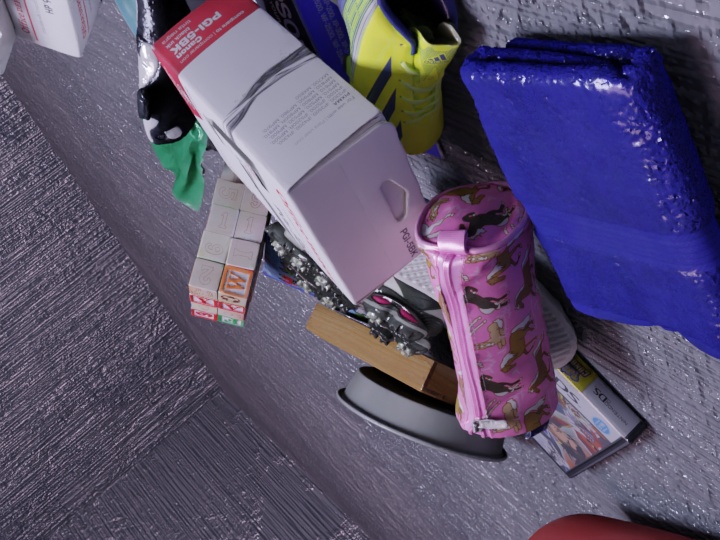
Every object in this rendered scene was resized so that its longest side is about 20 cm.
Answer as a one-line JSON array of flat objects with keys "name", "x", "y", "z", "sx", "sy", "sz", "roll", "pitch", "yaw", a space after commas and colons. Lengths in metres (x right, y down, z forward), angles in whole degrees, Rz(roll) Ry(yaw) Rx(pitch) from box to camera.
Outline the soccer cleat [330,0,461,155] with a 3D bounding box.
[{"name": "soccer cleat", "x": 0.031, "y": -0.139, "z": 0.627, "sx": 0.083, "sy": 0.065, "sz": 0.201, "roll": 29, "pitch": 157, "yaw": 31}]

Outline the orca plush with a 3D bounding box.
[{"name": "orca plush", "x": -0.143, "y": -0.190, "z": 0.787, "sx": 0.105, "sy": 0.070, "sz": 0.202, "roll": -97, "pitch": 11, "yaw": -60}]

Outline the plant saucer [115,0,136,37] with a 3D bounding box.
[{"name": "plant saucer", "x": -0.214, "y": -0.268, "z": 1.073, "sx": 0.200, "sy": 0.027, "sz": 0.200, "roll": 46, "pitch": 164, "yaw": 17}]

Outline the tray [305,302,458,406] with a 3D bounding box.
[{"name": "tray", "x": 0.036, "y": 0.095, "z": 1.050, "sx": 0.098, "sy": 0.037, "sz": 0.199, "roll": 28, "pitch": 178, "yaw": -42}]

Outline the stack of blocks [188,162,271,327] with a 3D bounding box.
[{"name": "stack of blocks", "x": -0.124, "y": -0.055, "z": 1.000, "sx": 0.058, "sy": 0.202, "sz": 0.115, "roll": 14, "pitch": 161, "yaw": -4}]

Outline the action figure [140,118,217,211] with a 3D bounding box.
[{"name": "action figure", "x": -0.171, "y": -0.138, "z": 0.945, "sx": 0.119, "sy": 0.055, "sz": 0.200, "roll": 54, "pitch": 161, "yaw": 0}]

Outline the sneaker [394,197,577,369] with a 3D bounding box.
[{"name": "sneaker", "x": 0.098, "y": -0.001, "z": 0.784, "sx": 0.200, "sy": 0.082, "sz": 0.074, "roll": 38, "pitch": 123, "yaw": -8}]

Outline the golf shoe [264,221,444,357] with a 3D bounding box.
[{"name": "golf shoe", "x": 0.000, "y": 0.000, "z": 0.922, "sx": 0.199, "sy": 0.088, "sz": 0.077, "roll": 32, "pitch": 162, "yaw": 16}]

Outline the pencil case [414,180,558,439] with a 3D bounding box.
[{"name": "pencil case", "x": 0.093, "y": 0.032, "z": 0.688, "sx": 0.087, "sy": 0.082, "sz": 0.201, "roll": -104, "pitch": -1, "yaw": -53}]

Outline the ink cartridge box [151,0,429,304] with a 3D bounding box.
[{"name": "ink cartridge box", "x": -0.048, "y": -0.092, "z": 0.694, "sx": 0.200, "sy": 0.083, "sz": 0.147, "roll": 47, "pitch": 172, "yaw": 37}]

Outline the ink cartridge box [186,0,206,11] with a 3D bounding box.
[{"name": "ink cartridge box", "x": -0.146, "y": -0.224, "z": 0.910, "sx": 0.116, "sy": 0.068, "sz": 0.201, "roll": 41, "pitch": 161, "yaw": 29}]

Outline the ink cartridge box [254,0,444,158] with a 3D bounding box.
[{"name": "ink cartridge box", "x": -0.038, "y": -0.179, "z": 0.763, "sx": 0.200, "sy": 0.043, "sz": 0.199, "roll": 30, "pitch": 155, "yaw": 48}]

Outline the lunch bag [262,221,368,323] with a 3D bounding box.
[{"name": "lunch bag", "x": -0.001, "y": 0.006, "z": 1.042, "sx": 0.199, "sy": 0.094, "sz": 0.151, "roll": 35, "pitch": 165, "yaw": 3}]

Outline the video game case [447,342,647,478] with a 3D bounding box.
[{"name": "video game case", "x": 0.161, "y": 0.105, "z": 0.890, "sx": 0.181, "sy": 0.025, "sz": 0.200, "roll": 46, "pitch": 164, "yaw": 13}]

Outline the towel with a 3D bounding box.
[{"name": "towel", "x": 0.148, "y": -0.045, "z": 0.554, "sx": 0.147, "sy": 0.050, "sz": 0.201, "roll": 21, "pitch": 149, "yaw": 55}]

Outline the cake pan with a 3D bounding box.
[{"name": "cake pan", "x": 0.072, "y": 0.153, "z": 1.052, "sx": 0.199, "sy": 0.037, "sz": 0.200, "roll": 19, "pitch": -177, "yaw": -1}]

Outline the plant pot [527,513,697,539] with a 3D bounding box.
[{"name": "plant pot", "x": 0.252, "y": 0.317, "z": 0.853, "sx": 0.201, "sy": 0.200, "sz": 0.177, "roll": 51, "pitch": 155, "yaw": -3}]

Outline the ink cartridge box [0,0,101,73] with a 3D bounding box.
[{"name": "ink cartridge box", "x": -0.269, "y": -0.277, "z": 0.861, "sx": 0.067, "sy": 0.202, "sz": 0.116, "roll": 16, "pitch": 164, "yaw": -5}]
